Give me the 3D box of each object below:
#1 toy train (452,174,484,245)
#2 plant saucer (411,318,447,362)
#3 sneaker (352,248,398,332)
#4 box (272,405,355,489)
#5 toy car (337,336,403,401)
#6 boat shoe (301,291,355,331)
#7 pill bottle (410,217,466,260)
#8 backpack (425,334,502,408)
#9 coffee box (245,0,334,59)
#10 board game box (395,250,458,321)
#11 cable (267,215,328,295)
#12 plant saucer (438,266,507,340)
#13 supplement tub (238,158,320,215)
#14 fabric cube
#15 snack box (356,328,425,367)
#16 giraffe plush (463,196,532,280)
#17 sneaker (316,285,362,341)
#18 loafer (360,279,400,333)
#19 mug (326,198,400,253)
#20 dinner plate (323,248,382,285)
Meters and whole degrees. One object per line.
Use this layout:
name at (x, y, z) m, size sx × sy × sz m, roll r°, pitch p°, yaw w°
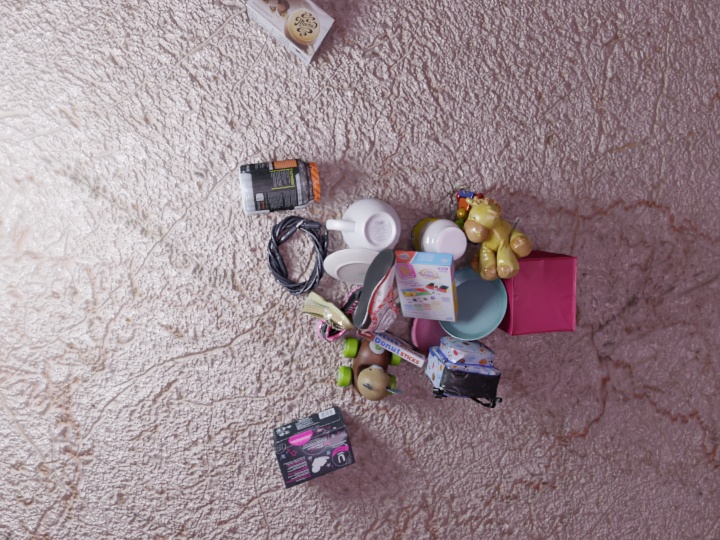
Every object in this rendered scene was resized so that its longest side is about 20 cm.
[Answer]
toy train at (0.276, -0.157, 1.471) m, size 0.197 × 0.084 × 0.119 m, roll 27°, pitch 85°, yaw -40°
plant saucer at (0.232, 0.166, 1.558) m, size 0.193 × 0.051 × 0.209 m, roll -2°, pitch 98°, yaw -11°
sneaker at (0.058, 0.055, 1.366) m, size 0.106 × 0.066 × 0.207 m, roll 20°, pitch 92°, yaw -46°
box at (-0.127, 0.471, 1.482) m, size 0.193 × 0.132 × 0.119 m, roll -17°, pitch 104°, yaw -8°
toy car at (0.039, 0.275, 1.455) m, size 0.158 × 0.200 × 0.164 m, roll 11°, pitch 95°, yaw -12°
boat shoe at (-0.084, 0.117, 1.416) m, size 0.064 × 0.198 × 0.073 m, roll -55°, pitch 133°, yaw -6°
pill bottle at (0.205, -0.078, 1.445) m, size 0.107 × 0.200 × 0.116 m, roll -2°, pitch 98°, yaw -11°
backpack at (0.258, 0.254, 1.452) m, size 0.193 × 0.190 × 0.160 m, roll 14°, pitch 91°, yaw -17°
coffee box at (-0.175, -0.626, 1.362) m, size 0.197 × 0.080 × 0.115 m, roll 36°, pitch 90°, yaw -13°
board game box at (0.169, 0.042, 1.406) m, size 0.147 × 0.041 × 0.204 m, roll 5°, pitch 135°, yaw 19°
cable at (-0.168, -0.036, 1.452) m, size 0.157 × 0.051 × 0.208 m, roll 11°, pitch 95°, yaw -12°
plant saucer at (0.296, 0.091, 1.470) m, size 0.201 × 0.199 × 0.036 m, roll -50°, pitch 145°, yaw -1°
supplement tub at (-0.203, -0.212, 1.387) m, size 0.192 × 0.122 × 0.128 m, roll -7°, pitch 99°, yaw -10°
fabric cube at (0.456, 0.055, 1.513) m, size 0.189 × 0.199 × 0.208 m, roll -2°, pitch 98°, yaw -12°
snack box at (0.084, 0.195, 1.493) m, size 0.195 × 0.072 × 0.025 m, roll 28°, pitch 106°, yaw 3°
giraffe plush at (0.326, -0.100, 1.380) m, size 0.162 × 0.169 × 0.205 m, roll 41°, pitch 62°, yaw -33°
sneaker at (-0.029, 0.121, 1.478) m, size 0.199 × 0.095 × 0.080 m, roll -42°, pitch 101°, yaw -5°
loafer at (0.053, 0.090, 1.479) m, size 0.063 × 0.072 × 0.199 m, roll 51°, pitch 53°, yaw 1°
mug at (0.008, -0.110, 1.414) m, size 0.192 × 0.175 × 0.154 m, roll 4°, pitch 96°, yaw -11°
dinner plate at (0.000, 0.000, 1.423) m, size 0.193 × 0.201 × 0.025 m, roll 8°, pitch 64°, yaw -12°
